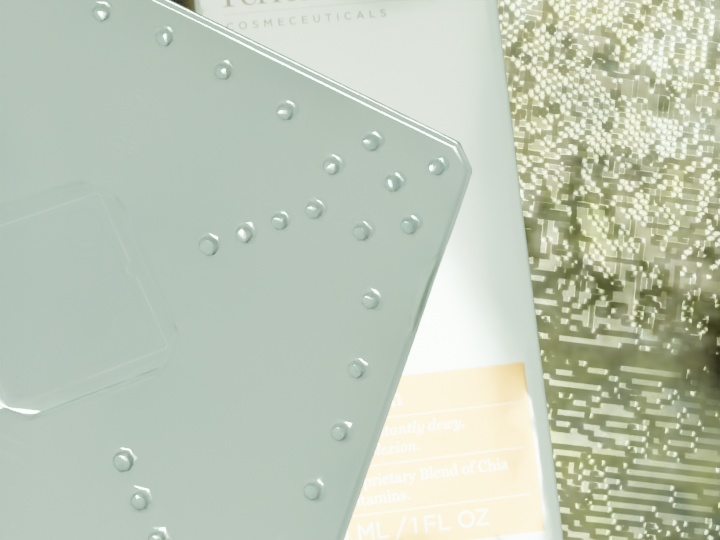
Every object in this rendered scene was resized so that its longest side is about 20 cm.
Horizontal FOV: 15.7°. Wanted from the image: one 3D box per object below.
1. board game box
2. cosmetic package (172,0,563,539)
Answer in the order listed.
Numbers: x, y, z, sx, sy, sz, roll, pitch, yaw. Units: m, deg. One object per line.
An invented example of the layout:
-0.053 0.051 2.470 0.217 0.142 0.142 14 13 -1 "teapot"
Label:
-0.088 0.012 0.725 0.200 0.026 0.200 25 64 -11 "board game box"
0.000 0.000 0.849 0.101 0.071 0.200 -7 86 -11 "cosmetic package"
